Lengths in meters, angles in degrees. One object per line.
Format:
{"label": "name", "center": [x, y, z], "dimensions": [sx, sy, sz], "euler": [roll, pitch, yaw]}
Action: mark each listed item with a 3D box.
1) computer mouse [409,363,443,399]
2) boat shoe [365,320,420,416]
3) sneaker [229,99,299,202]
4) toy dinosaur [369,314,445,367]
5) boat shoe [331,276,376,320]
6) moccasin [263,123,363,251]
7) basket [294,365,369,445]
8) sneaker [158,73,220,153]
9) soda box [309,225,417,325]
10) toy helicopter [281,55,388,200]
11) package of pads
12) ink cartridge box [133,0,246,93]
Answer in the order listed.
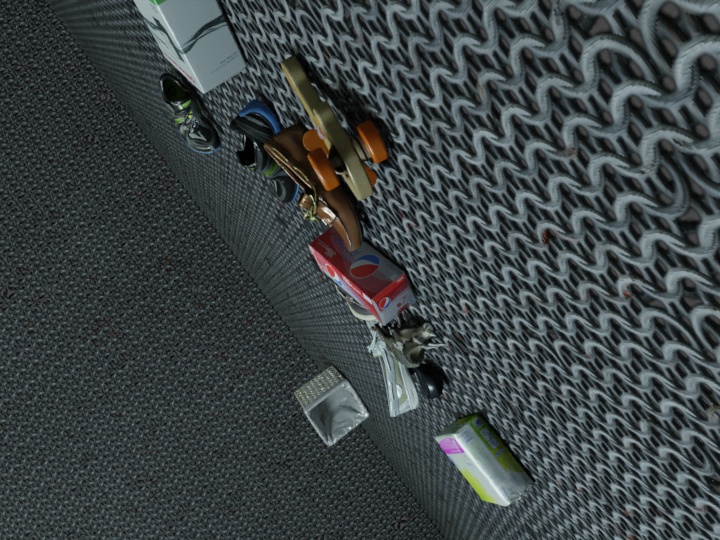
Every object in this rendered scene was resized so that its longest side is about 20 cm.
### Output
{"label": "computer mouse", "center": [0.117, 0.190, 1.339], "dimensions": [0.200, 0.034, 0.059], "euler": [-146, 35, -76]}
{"label": "boat shoe", "center": [0.052, 0.180, 1.393], "dimensions": [0.074, 0.065, 0.203], "euler": [161, 87, -83]}
{"label": "sneaker", "center": [-0.156, -0.185, 1.166], "dimensions": [0.071, 0.083, 0.200], "euler": [44, 165, 37]}
{"label": "toy dinosaur", "center": [0.073, 0.126, 1.201], "dimensions": [0.102, 0.077, 0.200], "euler": [56, 167, 18]}
{"label": "boat shoe", "center": [-0.007, 0.023, 1.224], "dimensions": [0.065, 0.072, 0.200], "euler": [54, 175, -29]}
{"label": "moccasin", "center": [-0.066, -0.111, 1.040], "dimensions": [0.202, 0.078, 0.074], "euler": [56, 168, -15]}
{"label": "basket", "center": [-0.110, 0.498, 2.671], "dimensions": [0.199, 0.200, 0.161], "euler": [60, 168, -29]}
{"label": "sneaker", "center": [-0.379, -0.340, 1.563], "dimensions": [0.200, 0.071, 0.083], "euler": [56, 174, -2]}
{"label": "soda box", "center": [0.000, 0.000, 1.126], "dimensions": [0.200, 0.070, 0.064], "euler": [39, 163, 47]}
{"label": "toy helicopter", "center": [-0.037, -0.167, 0.843], "dimensions": [0.201, 0.079, 0.132], "euler": [60, 180, 19]}
{"label": "package of pads", "center": [0.215, 0.339, 1.280], "dimensions": [0.155, 0.068, 0.200], "euler": [51, 169, 10]}
{"label": "ink cartridge box", "center": [-0.258, -0.372, 1.017], "dimensions": [0.147, 0.083, 0.200], "euler": [44, 166, 38]}
